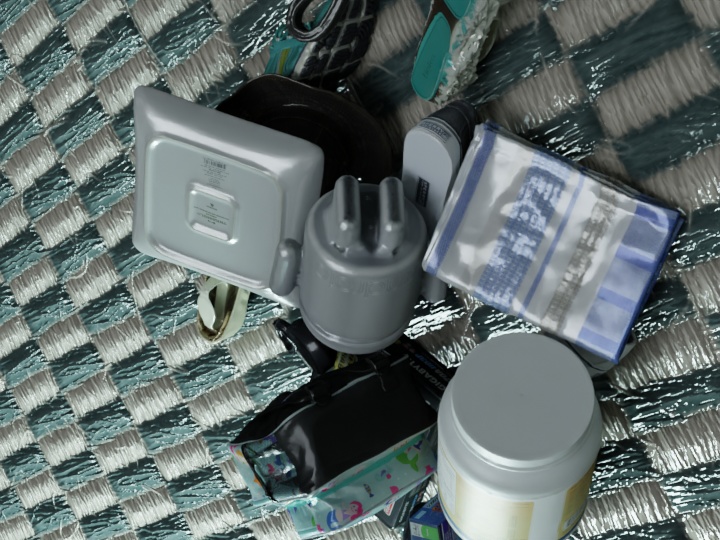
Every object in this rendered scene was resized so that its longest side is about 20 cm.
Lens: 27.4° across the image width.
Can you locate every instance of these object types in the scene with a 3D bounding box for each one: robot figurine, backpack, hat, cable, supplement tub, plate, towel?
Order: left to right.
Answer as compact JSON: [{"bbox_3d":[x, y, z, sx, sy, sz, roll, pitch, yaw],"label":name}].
[{"bbox_3d":[-0.137,-0.062,1.417,0.198,0.032,0.201,20,131,14],"label":"plate"},{"bbox_3d":[-0.068,-0.094,1.435,0.199,0.081,0.201,13,145,9],"label":"hat"},{"bbox_3d":[-0.030,0.172,1.447,0.200,0.177,0.151,-18,97,59],"label":"backpack"},{"bbox_3d":[0.000,0.000,1.374,0.168,0.113,0.201,4,141,-2],"label":"robot figurine"},{"bbox_3d":[0.006,-0.287,1.322,0.097,0.050,0.201,31,116,15],"label":"cable"},{"bbox_3d":[0.140,0.158,1.326,0.144,0.145,0.200,39,156,23],"label":"supplement tub"},{"bbox_3d":[0.161,-0.026,1.277,0.199,0.024,0.148,27,100,18],"label":"towel"}]

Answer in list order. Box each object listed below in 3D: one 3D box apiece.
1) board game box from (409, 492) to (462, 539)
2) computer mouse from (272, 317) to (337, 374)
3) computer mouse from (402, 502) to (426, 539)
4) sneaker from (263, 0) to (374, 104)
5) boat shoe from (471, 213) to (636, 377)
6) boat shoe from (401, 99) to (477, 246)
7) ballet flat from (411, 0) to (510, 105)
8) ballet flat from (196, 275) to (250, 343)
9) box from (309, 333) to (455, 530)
[{"bbox_3d":[0.107,0.306,1.479,0.034,0.135,0.201,8,115,34],"label":"board game box"},{"bbox_3d":[-0.056,0.071,1.542,0.059,0.034,0.200,56,170,-10],"label":"computer mouse"},{"bbox_3d":[0.083,0.341,1.529,0.052,0.138,0.202,-7,74,26],"label":"computer mouse"},{"bbox_3d":[-0.057,-0.208,1.431,0.080,0.077,0.200,59,138,16],"label":"sneaker"},{"bbox_3d":[0.171,0.001,1.323,0.200,0.074,0.065,49,132,0],"label":"boat shoe"},{"bbox_3d":[0.071,-0.082,1.375,0.072,0.068,0.201,34,149,19],"label":"boat shoe"},{"bbox_3d":[0.094,-0.225,1.269,0.072,0.072,0.200,45,145,18],"label":"ballet flat"},{"bbox_3d":[-0.146,-0.002,1.622,0.069,0.069,0.201,34,130,27],"label":"ballet flat"},{"bbox_3d":[0.015,0.151,1.556,0.159,0.046,0.201,38,132,25],"label":"box"}]
